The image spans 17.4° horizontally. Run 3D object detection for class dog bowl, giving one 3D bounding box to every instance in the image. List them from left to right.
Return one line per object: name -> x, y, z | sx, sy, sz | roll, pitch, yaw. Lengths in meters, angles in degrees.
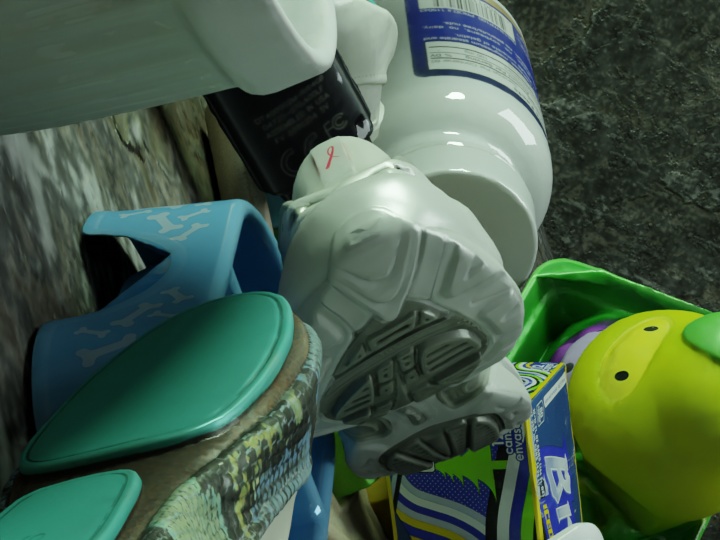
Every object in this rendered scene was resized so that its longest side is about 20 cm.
dog bowl -> -0.046, 0.044, 0.695 | 0.200, 0.049, 0.112 | -83, 154, -70

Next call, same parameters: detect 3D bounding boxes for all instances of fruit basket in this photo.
fruit basket -> 0.117, 0.077, 1.094 | 0.216, 0.155, 0.216 | -57, 159, -35

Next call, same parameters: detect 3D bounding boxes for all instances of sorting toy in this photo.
sorting toy -> -0.009, 0.043, 0.988 | 0.200, 0.036, 0.186 | 58, 17, -61

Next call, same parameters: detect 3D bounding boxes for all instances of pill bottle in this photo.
pill bottle -> 0.040, -0.063, 1.244 | 0.200, 0.119, 0.120 | -93, 164, -58

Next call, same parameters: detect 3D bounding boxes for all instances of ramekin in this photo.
ramekin -> -0.086, -0.128, 0.590 | 0.200, 0.105, 0.201 | -18, 90, -81

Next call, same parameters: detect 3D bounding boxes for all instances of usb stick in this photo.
usb stick -> -0.056, -0.112, 0.869 | 0.200, 0.055, 0.033 | 60, -8, -32

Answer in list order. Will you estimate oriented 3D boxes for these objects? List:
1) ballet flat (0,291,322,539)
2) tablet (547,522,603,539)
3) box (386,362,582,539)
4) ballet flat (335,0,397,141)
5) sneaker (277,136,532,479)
ballet flat -> -0.051, 0.067, 0.533 | 0.200, 0.074, 0.074 | -49, 123, -64
tablet -> 0.073, 0.213, 0.923 | 0.014, 0.130, 0.201 | 13, -53, 59
box -> 0.057, 0.142, 0.964 | 0.070, 0.064, 0.201 | -37, 122, -67
ballet flat -> -0.016, -0.071, 1.000 | 0.200, 0.069, 0.070 | 122, -48, -83
sneaker -> 0.000, 0.000, 0.714 | 0.200, 0.078, 0.100 | 77, -8, -73
